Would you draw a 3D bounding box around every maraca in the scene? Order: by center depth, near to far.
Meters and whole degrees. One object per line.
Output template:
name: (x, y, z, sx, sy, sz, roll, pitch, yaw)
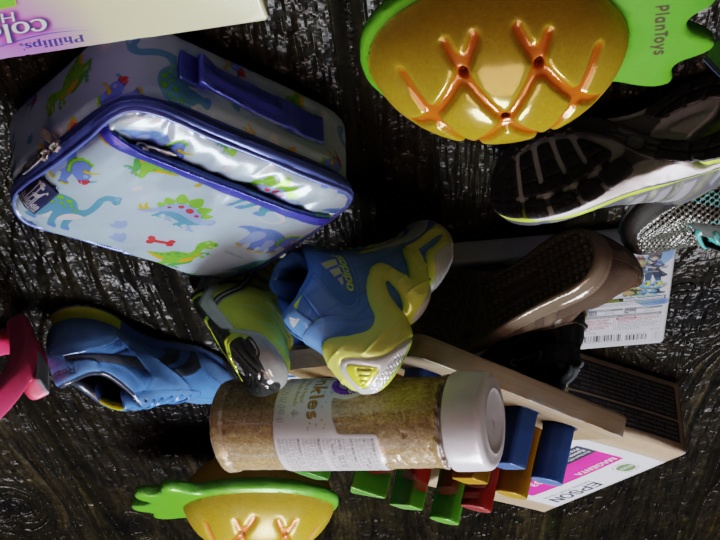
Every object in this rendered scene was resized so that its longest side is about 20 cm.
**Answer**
maraca: (0.099, -0.131, 0.868, 0.200, 0.107, 0.137, -6, 154, 6)
maraca: (-0.121, 0.226, 1.513, 0.200, 0.107, 0.137, 4, 153, -11)

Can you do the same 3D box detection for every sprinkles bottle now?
sprinkles bottle: (-0.003, 0.106, 1.073, 0.200, 0.068, 0.068, -4, 154, 20)

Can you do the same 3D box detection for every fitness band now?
fitness band: (-0.315, 0.095, 1.205, 0.143, 0.200, 0.037, -27, 111, -4)

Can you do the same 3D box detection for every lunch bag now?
lunch bag: (-0.114, -0.070, 0.997, 0.200, 0.083, 0.161, 22, 141, -40)

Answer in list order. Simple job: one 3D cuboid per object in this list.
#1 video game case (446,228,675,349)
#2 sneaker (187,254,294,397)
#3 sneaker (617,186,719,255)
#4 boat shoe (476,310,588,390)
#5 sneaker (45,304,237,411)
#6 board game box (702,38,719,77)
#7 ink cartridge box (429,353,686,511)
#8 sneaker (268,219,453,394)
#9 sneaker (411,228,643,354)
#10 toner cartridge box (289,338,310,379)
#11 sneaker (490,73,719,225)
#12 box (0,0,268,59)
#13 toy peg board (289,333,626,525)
video game case: (0.150, 0.021, 1.256, 0.200, 0.022, 0.182, -5, 153, 5)
sneaker: (-0.074, 0.023, 1.105, 0.076, 0.200, 0.075, -28, 114, -2)
sneaker: (0.279, -0.035, 1.085, 0.200, 0.091, 0.078, -16, 149, 24)
boat shoe: (0.141, 0.089, 1.289, 0.074, 0.066, 0.199, 6, 152, -18)
sneaker: (-0.184, 0.095, 1.308, 0.066, 0.079, 0.200, -25, 147, 33)
board game box: (0.291, -0.159, 0.809, 0.135, 0.034, 0.200, 20, 116, -33)
ink cartridge box: (0.178, 0.155, 1.458, 0.165, 0.075, 0.200, 18, 145, -32)
sneaker: (0.000, 0.000, 1.081, 0.105, 0.200, 0.076, 33, 118, -5)
sneaker: (0.122, 0.028, 1.165, 0.075, 0.071, 0.200, 19, 151, -41)
toner cartridge box: (-0.032, 0.057, 1.284, 0.095, 0.043, 0.200, 3, 152, -13)
sneaker: (0.184, -0.067, 1.041, 0.200, 0.074, 0.081, -13, 154, 22)
box: (-0.150, -0.201, 0.724, 0.176, 0.097, 0.200, -7, 151, 8)
toy peg board: (0.061, 0.133, 1.201, 0.200, 0.098, 0.199, 22, 163, -27)
